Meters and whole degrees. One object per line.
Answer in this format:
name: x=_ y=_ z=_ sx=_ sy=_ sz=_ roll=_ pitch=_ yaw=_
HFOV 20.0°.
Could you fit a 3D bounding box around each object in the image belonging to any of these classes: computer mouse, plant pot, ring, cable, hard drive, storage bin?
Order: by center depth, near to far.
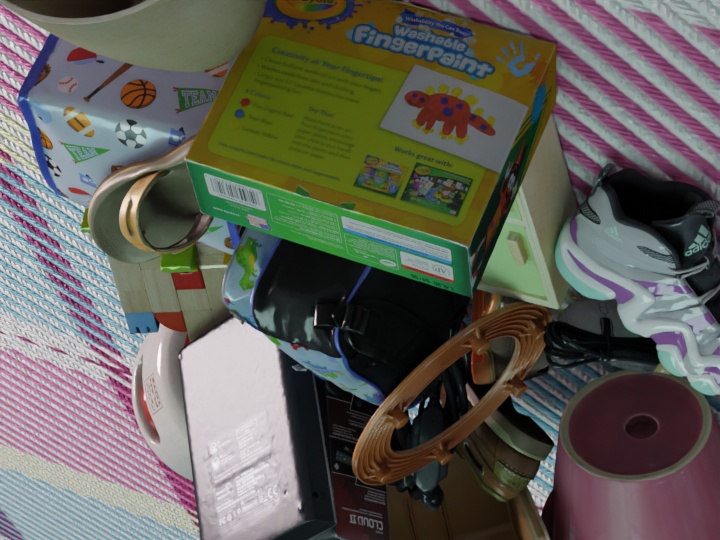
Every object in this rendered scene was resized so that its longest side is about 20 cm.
plant pot: x=-0.132 y=-0.204 z=1.273 sx=0.187 sy=0.188 sz=0.200 roll=16 pitch=169 yaw=17
computer mouse: x=0.185 y=0.047 z=1.575 sx=0.109 sy=0.044 sz=0.200 roll=3 pitch=-176 yaw=-2
ring: x=0.076 y=0.101 z=1.593 sx=0.019 sy=0.200 sz=0.201 roll=47 pitch=165 yaw=22
hard drive: x=-0.087 y=0.130 z=1.634 sx=0.033 sy=0.201 sz=0.139 roll=13 pitch=147 yaw=-40
plant pot: x=0.243 y=0.189 z=1.733 sx=0.199 sy=0.200 sz=0.179 roll=11 pitch=138 yaw=28
cable: x=0.052 y=0.096 z=1.754 sx=0.051 sy=0.201 sz=0.163 roll=-1 pitch=-163 yaw=-12
storage bin: x=0.056 y=0.250 z=1.755 sx=0.199 sy=0.199 sz=0.094 roll=-14 pitch=112 yaw=-3

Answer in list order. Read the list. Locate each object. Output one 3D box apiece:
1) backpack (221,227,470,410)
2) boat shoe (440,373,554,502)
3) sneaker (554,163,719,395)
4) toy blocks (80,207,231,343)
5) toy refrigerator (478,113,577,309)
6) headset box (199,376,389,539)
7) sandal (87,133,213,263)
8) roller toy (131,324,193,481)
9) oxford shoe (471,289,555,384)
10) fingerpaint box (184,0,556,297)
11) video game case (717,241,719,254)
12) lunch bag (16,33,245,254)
backpack: x=0.000 y=0.000 z=1.554 sx=0.147 sy=0.183 sz=0.200 roll=19 pitch=165 yaw=28
boat shoe: x=0.097 y=0.132 z=1.773 sx=0.072 sy=0.068 sz=0.200 roll=26 pitch=-169 yaw=-23
sneaker: x=0.235 y=0.001 z=1.423 sx=0.200 sy=0.078 sz=0.140 roll=34 pitch=144 yaw=9
toy blocks: x=-0.123 y=0.010 z=1.702 sx=0.199 sy=0.100 sz=0.137 roll=-2 pitch=134 yaw=7
toy refrigerator: x=0.105 y=-0.051 z=1.478 sx=0.076 sy=0.070 sz=0.200 roll=15 pitch=155 yaw=22
headset box: x=-0.059 y=0.163 z=1.686 sx=0.149 sy=0.201 sz=0.077 roll=-19 pitch=154 yaw=35
sandal: x=-0.135 y=-0.043 z=1.467 sx=0.080 sy=0.054 sz=0.200 roll=31 pitch=145 yaw=-28
roller toy: x=-0.111 y=0.102 z=1.862 sx=0.182 sy=0.200 sz=0.140 roll=34 pitch=156 yaw=-7
oxford shoe: x=0.128 y=0.041 z=1.676 sx=0.073 sy=0.072 sz=0.200 roll=3 pitch=161 yaw=5
fingerpaint box: x=0.011 y=-0.093 z=1.353 sx=0.199 sy=0.167 sz=0.073 roll=17 pitch=154 yaw=15
video game case: x=0.299 y=0.034 z=1.534 sx=0.200 sy=0.022 sz=0.182 roll=5 pitch=151 yaw=39
lunch bag: x=-0.153 y=-0.098 z=1.563 sx=0.170 sy=0.124 sz=0.200 roll=16 pitch=149 yaw=13
